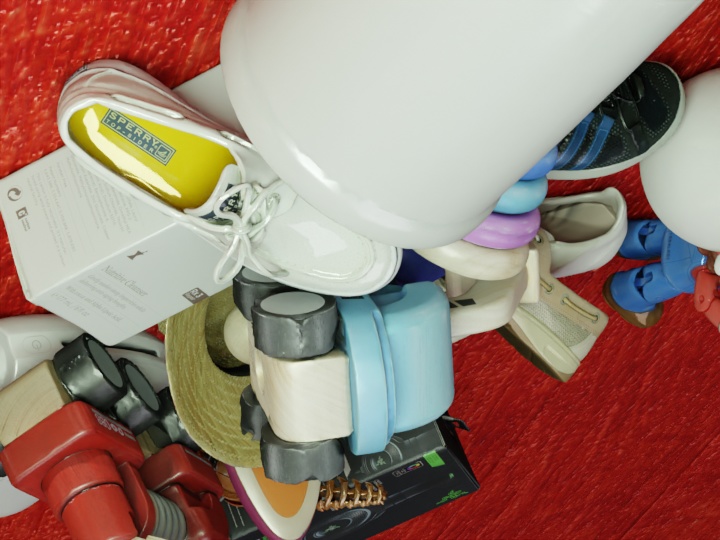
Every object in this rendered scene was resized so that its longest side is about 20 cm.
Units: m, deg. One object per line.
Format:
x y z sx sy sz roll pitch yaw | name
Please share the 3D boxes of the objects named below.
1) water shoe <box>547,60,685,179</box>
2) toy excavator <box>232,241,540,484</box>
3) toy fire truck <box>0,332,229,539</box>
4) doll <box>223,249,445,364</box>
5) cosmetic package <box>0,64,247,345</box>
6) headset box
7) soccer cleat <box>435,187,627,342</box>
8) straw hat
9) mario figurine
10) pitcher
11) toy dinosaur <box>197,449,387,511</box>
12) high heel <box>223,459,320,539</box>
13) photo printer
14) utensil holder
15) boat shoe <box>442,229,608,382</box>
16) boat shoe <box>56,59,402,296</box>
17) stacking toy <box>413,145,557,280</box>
0.118 -0.098 1.406 0.199 0.072 0.079 -14 156 -21 | water shoe
0.026 0.037 1.334 0.199 0.100 0.195 -6 -162 -11 | toy excavator
-0.123 0.150 1.410 0.128 0.200 0.176 -34 151 8 | toy fire truck
0.000 0.000 1.424 0.200 0.137 0.048 -32 -174 -29 | doll
-0.091 -0.045 1.312 0.199 0.081 0.113 -26 158 12 | cosmetic package
-0.009 0.154 1.862 0.199 0.093 0.174 -24 160 3 | headset box
0.098 -0.008 1.622 0.199 0.069 0.078 -23 156 -17 | soccer cleat
-0.077 0.021 1.464 0.085 0.202 0.201 14 -173 40 | straw hat
0.265 -0.006 1.659 0.106 0.124 0.200 -25 -174 -30 | mario figurine
0.251 -0.046 1.474 0.121 0.172 0.200 11 179 -16 | pitcher
-0.079 0.121 1.639 0.199 0.136 0.102 26 165 -7 | toy dinosaur
-0.081 0.106 1.526 0.067 0.201 0.096 -6 148 -28 | high heel
-0.230 0.095 1.530 0.200 0.070 0.166 -35 156 30 | photo printer
0.054 -0.135 1.125 0.170 0.170 0.200 -2 148 -42 | utensil holder
0.094 -0.006 1.551 0.065 0.072 0.200 -49 121 -5 | boat shoe
-0.068 -0.039 1.199 0.075 0.202 0.086 -54 -169 17 | boat shoe
0.091 -0.097 1.309 0.085 0.085 0.201 -2 125 -43 | stacking toy
